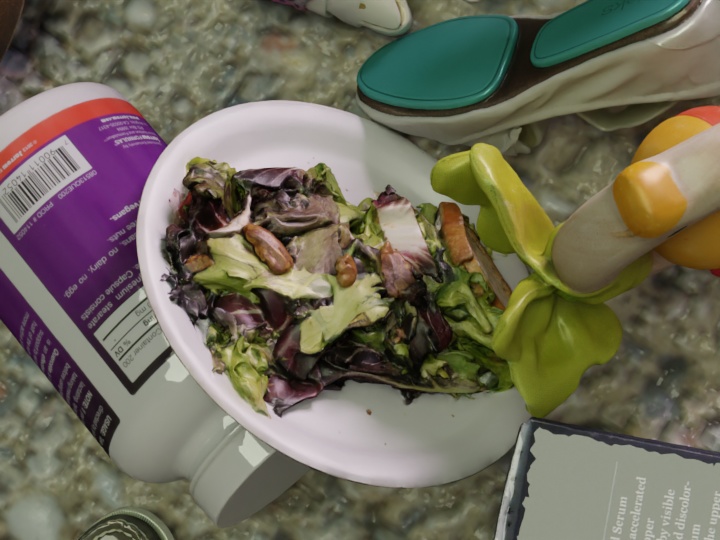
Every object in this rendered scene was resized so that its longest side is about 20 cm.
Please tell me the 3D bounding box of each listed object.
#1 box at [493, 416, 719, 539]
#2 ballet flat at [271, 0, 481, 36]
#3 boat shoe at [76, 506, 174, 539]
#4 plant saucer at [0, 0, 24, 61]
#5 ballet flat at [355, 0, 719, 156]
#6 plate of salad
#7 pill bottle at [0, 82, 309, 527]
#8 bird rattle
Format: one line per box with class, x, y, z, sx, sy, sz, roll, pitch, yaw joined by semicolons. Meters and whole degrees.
box;0.158;0.132;0.674;0.198;0.148;0.105;9;82;15
ballet flat;0.031;-0.156;0.802;0.198;0.069;0.072;-22;95;8
boat shoe;-0.149;0.203;0.773;0.072;0.060;0.203;28;87;15
plant saucer;-0.253;-0.171;0.833;0.199;0.034;0.202;7;106;26
ballet flat;0.084;-0.084;0.761;0.199;0.069;0.070;-10;76;41
plate of salad;0.000;0.000;0.726;0.201;0.199;0.048;56;138;15
pill bottle;-0.098;0.017;0.770;0.112;0.112;0.200;-42;74;2
bird rattle;0.140;-0.021;0.682;0.198;0.163;0.114;-14;79;-17
